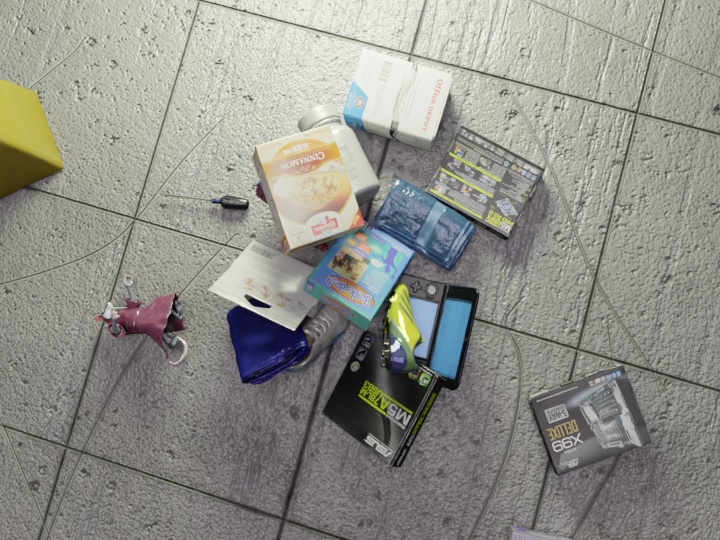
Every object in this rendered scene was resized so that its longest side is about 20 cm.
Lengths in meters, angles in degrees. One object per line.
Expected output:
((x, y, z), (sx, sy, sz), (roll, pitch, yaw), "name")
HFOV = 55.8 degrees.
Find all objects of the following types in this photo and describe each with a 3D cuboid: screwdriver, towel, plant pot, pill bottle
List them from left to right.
((-0.786, -0.284, 1.421), (0.193, 0.200, 0.197), (-24, 84, 3), "plant pot")
((-0.336, -0.149, 1.463), (0.196, 0.028, 0.030), (3, 114, 7), "screwdriver")
((-0.187, 0.129, 1.367), (0.146, 0.050, 0.201), (-26, 43, -1), "towel")
((-0.049, -0.232, 1.402), (0.113, 0.114, 0.203), (-27, 83, 2), "pill bottle")
((0.130, -0.096, 1.401), (0.198, 0.049, 0.113), (33, 101, 7), "towel")

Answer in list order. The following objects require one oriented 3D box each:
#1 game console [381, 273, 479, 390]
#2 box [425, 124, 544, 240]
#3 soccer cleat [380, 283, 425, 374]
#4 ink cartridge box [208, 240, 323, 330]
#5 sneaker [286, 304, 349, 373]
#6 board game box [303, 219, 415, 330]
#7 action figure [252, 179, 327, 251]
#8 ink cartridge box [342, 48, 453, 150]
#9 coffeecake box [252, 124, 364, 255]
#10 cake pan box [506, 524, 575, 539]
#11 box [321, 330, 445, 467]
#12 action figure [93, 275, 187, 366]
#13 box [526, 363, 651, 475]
((0.131, 0.117, 1.357), (0.168, 0.118, 0.204), (13, 86, 5), "game console")
((0.256, -0.182, 1.410), (0.198, 0.044, 0.162), (29, 88, 7), "box")
((0.086, 0.115, 1.328), (0.082, 0.065, 0.203), (10, 49, -3), "soccer cleat")
((-0.176, 0.039, 1.362), (0.197, 0.045, 0.177), (24, 45, 13), "ink cartridge box")
((-0.087, 0.128, 1.391), (0.076, 0.081, 0.201), (37, 87, 8), "sneaker")
((0.000, 0.000, 1.366), (0.151, 0.045, 0.201), (32, 55, 6), "board game box")
((-0.124, -0.126, 1.396), (0.149, 0.134, 0.201), (-43, 100, -18), "action figure")
((0.078, -0.353, 1.418), (0.197, 0.084, 0.147), (18, 86, 6), "ink cartridge box")
((-0.100, -0.151, 1.287), (0.151, 0.073, 0.203), (-19, 87, -16), "coffeecake box")
((0.365, 0.622, 1.329), (0.181, 0.052, 0.204), (9, 86, 7), "cake pan box")
((0.042, 0.249, 1.342), (0.199, 0.047, 0.195), (29, 89, 36), "box")
((-0.462, 0.105, 1.431), (0.196, 0.135, 0.151), (-1, 128, 17), "action figure")
((0.451, 0.294, 1.350), (0.197, 0.050, 0.160), (-19, 84, 2), "box")
